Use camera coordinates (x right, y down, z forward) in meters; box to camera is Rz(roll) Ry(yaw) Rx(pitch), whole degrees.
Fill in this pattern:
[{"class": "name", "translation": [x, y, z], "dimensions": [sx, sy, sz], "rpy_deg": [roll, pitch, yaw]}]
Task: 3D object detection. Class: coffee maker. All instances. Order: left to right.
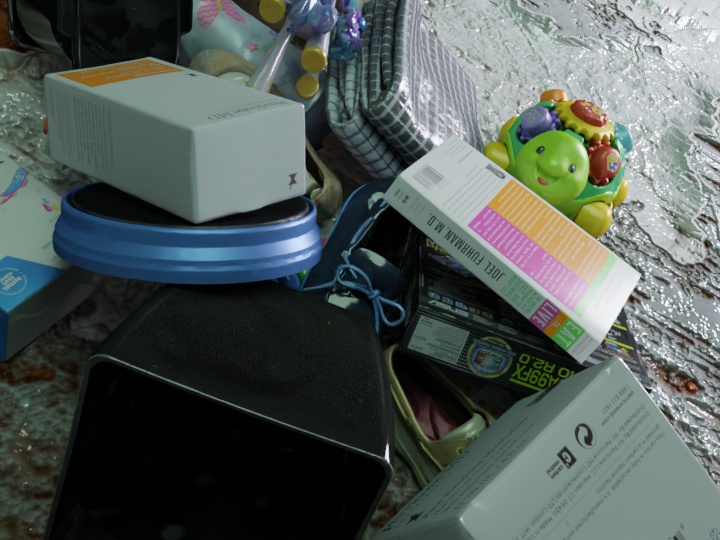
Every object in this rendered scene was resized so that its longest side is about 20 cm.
[{"class": "coffee maker", "translation": [-0.242, -0.262, 1.058], "dimensions": [0.135, 0.192, 0.200], "rpy_deg": [-31, 33, -18]}]

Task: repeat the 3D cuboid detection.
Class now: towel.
[{"class": "towel", "translation": [0.049, -0.161, 1.144], "dimensions": [0.166, 0.085, 0.200], "rpy_deg": [43, 36, -37]}]

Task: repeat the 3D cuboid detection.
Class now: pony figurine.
[{"class": "pony figurine", "translation": [-0.037, -0.252, 1.044], "dimensions": [0.166, 0.193, 0.200], "rpy_deg": [19, 47, 0]}]

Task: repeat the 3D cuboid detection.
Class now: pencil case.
[{"class": "pencil case", "translation": [-0.103, -0.200, 1.171], "dimensions": [0.200, 0.083, 0.091], "rpy_deg": [39, 45, 14]}]

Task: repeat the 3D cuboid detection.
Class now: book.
[{"class": "book", "translation": [0.124, -0.023, 0.978], "dimensions": [0.200, 0.048, 0.134], "rpy_deg": [41, 29, 5]}]

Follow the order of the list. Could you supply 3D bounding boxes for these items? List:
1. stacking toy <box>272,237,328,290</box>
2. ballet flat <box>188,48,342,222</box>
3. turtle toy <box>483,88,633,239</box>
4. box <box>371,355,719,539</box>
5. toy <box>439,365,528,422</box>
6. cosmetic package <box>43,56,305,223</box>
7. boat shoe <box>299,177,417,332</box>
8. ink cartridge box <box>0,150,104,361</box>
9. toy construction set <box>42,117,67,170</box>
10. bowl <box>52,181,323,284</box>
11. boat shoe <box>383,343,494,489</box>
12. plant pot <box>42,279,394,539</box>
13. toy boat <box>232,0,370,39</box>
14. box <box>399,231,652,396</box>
[{"class": "stacking toy", "translation": [-0.054, 0.011, 1.020], "dimensions": [0.200, 0.085, 0.085], "rpy_deg": [-21, 61, -38]}, {"class": "ballet flat", "translation": [-0.088, -0.128, 1.086], "dimensions": [0.068, 0.067, 0.200], "rpy_deg": [-44, 82, 6]}, {"class": "turtle toy", "translation": [0.195, -0.108, 1.168], "dimensions": [0.146, 0.101, 0.200], "rpy_deg": [31, 34, 7]}, {"class": "box", "translation": [0.150, 0.205, 0.851], "dimensions": [0.199, 0.131, 0.200], "rpy_deg": [-37, 90, -36]}, {"class": "toy", "translation": [0.170, 0.114, 1.013], "dimensions": [0.200, 0.047, 0.115], "rpy_deg": [35, 34, 16]}, {"class": "cosmetic package", "translation": [-0.141, -0.102, 0.900], "dimensions": [0.101, 0.071, 0.200], "rpy_deg": [-19, 30, -39]}, {"class": "boat shoe", "translation": [0.000, 0.000, 0.979], "dimensions": [0.084, 0.069, 0.200], "rpy_deg": [33, 58, -33]}, {"class": "ink cartridge box", "translation": [-0.314, -0.035, 0.968], "dimensions": [0.200, 0.067, 0.116], "rpy_deg": [36, 49, 12]}, {"class": "toy construction set", "translation": [-0.177, -0.086, 1.052], "dimensions": [0.200, 0.092, 0.131], "rpy_deg": [29, 47, -9]}, {"class": "bowl", "translation": [-0.126, -0.035, 0.904], "dimensions": [0.200, 0.039, 0.201], "rpy_deg": [4, 15, -1]}, {"class": "boat shoe", "translation": [0.077, 0.140, 0.960], "dimensions": [0.200, 0.066, 0.074], "rpy_deg": [42, 51, 17]}, {"class": "plant pot", "translation": [-0.086, 0.111, 0.856], "dimensions": [0.200, 0.200, 0.178], "rpy_deg": [20, 35, -3]}, {"class": "toy boat", "translation": [-0.054, -0.315, 1.239], "dimensions": [0.200, 0.131, 0.131], "rpy_deg": [18, 72, -6]}, {"class": "box", "translation": [0.133, 0.047, 1.011], "dimensions": [0.200, 0.044, 0.160], "rpy_deg": [20, 22, -6]}]
